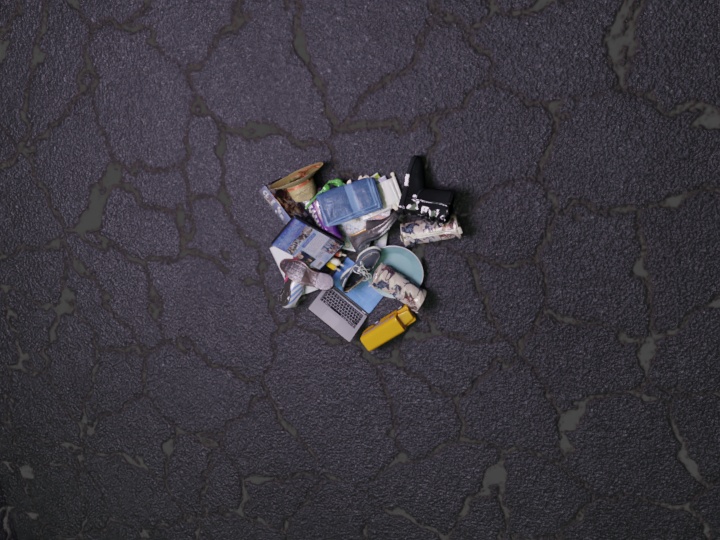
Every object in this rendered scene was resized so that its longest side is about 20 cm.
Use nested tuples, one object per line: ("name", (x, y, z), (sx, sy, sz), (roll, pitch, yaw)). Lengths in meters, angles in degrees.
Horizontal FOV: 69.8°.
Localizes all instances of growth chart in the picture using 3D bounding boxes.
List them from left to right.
("growth chart", (0.039, -0.241, 1.668), (0.197, 0.018, 0.147), (-15, 92, 14))

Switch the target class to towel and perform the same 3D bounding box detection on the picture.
("towel", (-0.037, -0.217, 1.628), (0.197, 0.049, 0.113), (-19, 94, -1))

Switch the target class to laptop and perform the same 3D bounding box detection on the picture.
("laptop", (-0.043, 0.101, 1.783), (0.186, 0.201, 0.116), (38, 148, -1))

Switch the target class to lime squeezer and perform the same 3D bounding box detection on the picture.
("lime squeezer", (-0.091, -0.255, 1.665), (0.197, 0.038, 0.072), (-16, 99, -3))

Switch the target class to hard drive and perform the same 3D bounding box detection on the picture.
("hard drive", (-0.224, -0.014, 1.837), (0.130, 0.026, 0.203), (-20, 102, 21))

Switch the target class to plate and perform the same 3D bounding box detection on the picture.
("plate", (0.115, 0.003, 1.738), (0.196, 0.026, 0.203), (5, 120, 9))

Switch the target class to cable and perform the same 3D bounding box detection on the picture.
("cable", (-0.143, -0.065, 1.742), (0.197, 0.051, 0.098), (16, 120, -12))

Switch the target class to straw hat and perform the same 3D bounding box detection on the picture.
("straw hat", (-0.186, -0.265, 1.646), (0.198, 0.202, 0.086), (-16, 112, 20))

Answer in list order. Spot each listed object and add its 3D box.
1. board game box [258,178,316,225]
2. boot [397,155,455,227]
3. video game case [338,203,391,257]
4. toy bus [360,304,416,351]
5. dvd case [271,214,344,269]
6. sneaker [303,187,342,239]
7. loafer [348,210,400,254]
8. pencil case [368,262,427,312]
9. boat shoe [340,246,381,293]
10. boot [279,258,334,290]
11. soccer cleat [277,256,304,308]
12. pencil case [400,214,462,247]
("board game box", (-0.238, -0.205, 1.713), (0.034, 0.136, 0.201), (-35, 98, 23))
("boot", (0.211, -0.241, 1.574), (0.160, 0.073, 0.202), (14, 89, 23))
("video game case", (-0.002, -0.151, 1.728), (0.196, 0.024, 0.185), (11, 112, 11))
("toy bus", (0.097, 0.198, 1.795), (0.199, 0.078, 0.065), (-34, 98, 23))
("dvd case", (-0.168, -0.088, 1.667), (0.198, 0.018, 0.143), (28, 125, -28))
("sneaker", (-0.111, -0.191, 1.699), (0.088, 0.080, 0.202), (-35, 82, 18))
("loafer", (0.041, -0.134, 1.670), (0.199, 0.073, 0.073), (-39, 96, 24))
("pencil case", (0.127, 0.060, 1.706), (0.198, 0.078, 0.090), (31, 111, -6))
("boat shoe", (0.000, 0.000, 1.703), (0.074, 0.062, 0.200), (32, 124, -28))
("boot", (-0.176, 0.021, 1.741), (0.197, 0.097, 0.076), (25, 85, 10))
("soccer cleat", (-0.226, 0.036, 1.811), (0.069, 0.086, 0.203), (23, 93, 34))
("pencil case", (0.224, -0.125, 1.631), (0.197, 0.090, 0.079), (-8, 122, 17))
